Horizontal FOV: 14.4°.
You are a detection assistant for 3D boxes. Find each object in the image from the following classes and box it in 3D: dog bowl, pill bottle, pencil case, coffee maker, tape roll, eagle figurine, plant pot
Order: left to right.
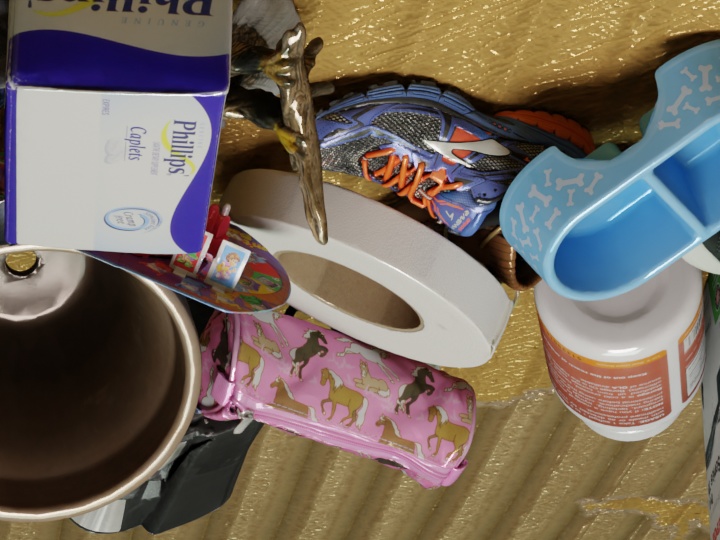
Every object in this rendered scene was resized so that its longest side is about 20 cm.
[{"bbox_3d":[-0.208,0.031,1.772,0.200,0.175,0.201,-5,117,-9],"label":"plant pot"},{"bbox_3d":[-0.121,-0.095,1.561,0.200,0.152,0.151,-2,162,11],"label":"eagle figurine"},{"bbox_3d":[-0.121,0.102,2.026,0.192,0.135,0.200,3,156,-12],"label":"coffee maker"},{"bbox_3d":[-0.017,0.085,1.912,0.200,0.087,0.083,18,173,-26],"label":"pencil case"},{"bbox_3d":[0.000,0.000,1.819,0.203,0.037,0.203,23,164,7],"label":"tape roll"},{"bbox_3d":[0.178,0.043,1.936,0.112,0.112,0.200,-4,156,6],"label":"pill bottle"},{"bbox_3d":[0.179,-0.055,1.697,0.200,0.050,0.111,-36,140,12],"label":"dog bowl"}]

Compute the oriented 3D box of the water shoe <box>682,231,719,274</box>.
[{"bbox_3d":[0.269,-0.037,1.822,0.079,0.072,0.200,-25,157,36],"label":"water shoe"}]

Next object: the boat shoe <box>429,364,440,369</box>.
[{"bbox_3d":[0.025,0.069,2.042,0.072,0.066,0.200,-1,156,-2],"label":"boat shoe"}]

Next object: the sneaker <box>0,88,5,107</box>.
[{"bbox_3d":[-0.252,-0.077,1.661,0.075,0.079,0.200,11,153,-27],"label":"sneaker"}]

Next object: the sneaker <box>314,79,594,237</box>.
[{"bbox_3d":[0.055,-0.062,1.732,0.200,0.079,0.075,7,154,-19],"label":"sneaker"}]

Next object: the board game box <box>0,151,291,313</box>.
[{"bbox_3d":[-0.126,-0.041,1.694,0.200,0.158,0.039,23,107,-4],"label":"board game box"}]

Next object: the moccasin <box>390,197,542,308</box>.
[{"bbox_3d":[0.100,-0.018,1.830,0.201,0.078,0.074,-3,159,16],"label":"moccasin"}]

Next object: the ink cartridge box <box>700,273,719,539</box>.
[{"bbox_3d":[0.284,0.095,1.951,0.083,0.200,0.147,0,156,-2],"label":"ink cartridge box"}]

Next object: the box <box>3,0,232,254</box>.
[{"bbox_3d":[-0.121,-0.135,1.407,0.105,0.200,0.184,2,156,-6],"label":"box"}]
